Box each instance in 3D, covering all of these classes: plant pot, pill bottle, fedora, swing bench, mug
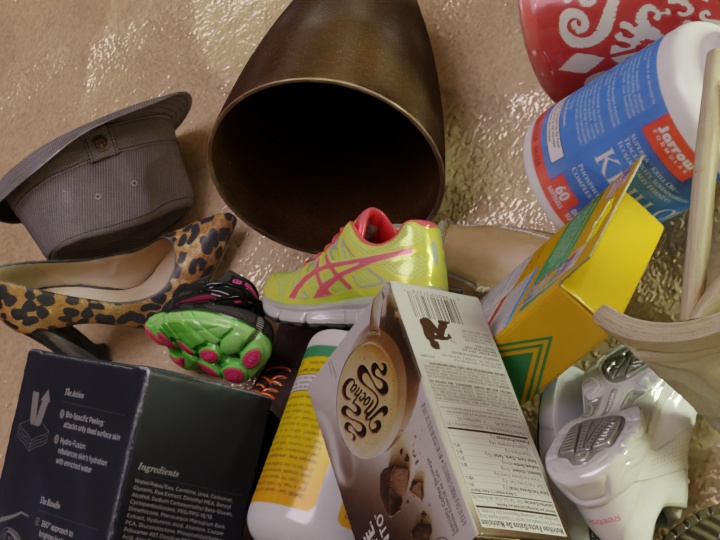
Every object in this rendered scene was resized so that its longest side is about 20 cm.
[{"bbox_3d":[-0.013,-0.147,1.556,0.186,0.187,0.201,-19,40,29],"label":"plant pot"},{"bbox_3d":[0.217,-0.102,1.344,0.199,0.112,0.113,-32,47,40],"label":"pill bottle"},{"bbox_3d":[-0.016,0.154,1.404,0.112,0.113,0.202,5,68,40],"label":"pill bottle"},{"bbox_3d":[-0.213,-0.066,1.679,0.091,0.199,0.177,61,148,10],"label":"fedora"},{"bbox_3d":[0.272,0.003,1.206,0.129,0.199,0.202,13,74,42],"label":"swing bench"},{"bbox_3d":[0.233,-0.218,1.421,0.198,0.133,0.179,-6,63,32],"label":"mug"}]

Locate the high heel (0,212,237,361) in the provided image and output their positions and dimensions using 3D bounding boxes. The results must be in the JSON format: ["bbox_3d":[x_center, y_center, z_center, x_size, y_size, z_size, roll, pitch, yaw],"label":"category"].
[{"bbox_3d":[-0.209,-0.006,1.628,0.200,0.142,0.072,-41,40,12],"label":"high heel"}]

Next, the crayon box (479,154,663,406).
[{"bbox_3d":[0.130,0.024,1.323,0.200,0.051,0.126,-45,7,42],"label":"crayon box"}]

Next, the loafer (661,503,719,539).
[{"bbox_3d":[0.202,0.232,1.222,0.076,0.068,0.200,21,63,43],"label":"loafer"}]

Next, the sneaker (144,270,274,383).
[{"bbox_3d":[-0.113,0.035,1.546,0.084,0.077,0.200,-49,20,-13],"label":"sneaker"}]

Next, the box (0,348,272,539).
[{"bbox_3d":[-0.181,0.172,1.465,0.196,0.117,0.202,4,81,55],"label":"box"}]

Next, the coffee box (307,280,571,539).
[{"bbox_3d":[0.047,0.123,1.245,0.113,0.079,0.201,-52,42,36],"label":"coffee box"}]

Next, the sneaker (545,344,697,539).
[{"bbox_3d":[0.185,0.114,1.278,0.077,0.100,0.200,-9,24,37],"label":"sneaker"}]

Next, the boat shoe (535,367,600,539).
[{"bbox_3d":[0.133,0.162,1.307,0.068,0.071,0.202,-30,48,38],"label":"boat shoe"}]

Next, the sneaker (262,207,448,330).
[{"bbox_3d":[0.000,0.000,1.444,0.199,0.078,0.091,-1,86,49],"label":"sneaker"}]

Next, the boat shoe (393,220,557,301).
[{"bbox_3d":[0.078,-0.006,1.451,0.198,0.076,0.072,-3,61,36],"label":"boat shoe"}]

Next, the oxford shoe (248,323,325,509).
[{"bbox_3d":[-0.054,0.098,1.495,0.071,0.072,0.202,-14,57,31],"label":"oxford shoe"}]
